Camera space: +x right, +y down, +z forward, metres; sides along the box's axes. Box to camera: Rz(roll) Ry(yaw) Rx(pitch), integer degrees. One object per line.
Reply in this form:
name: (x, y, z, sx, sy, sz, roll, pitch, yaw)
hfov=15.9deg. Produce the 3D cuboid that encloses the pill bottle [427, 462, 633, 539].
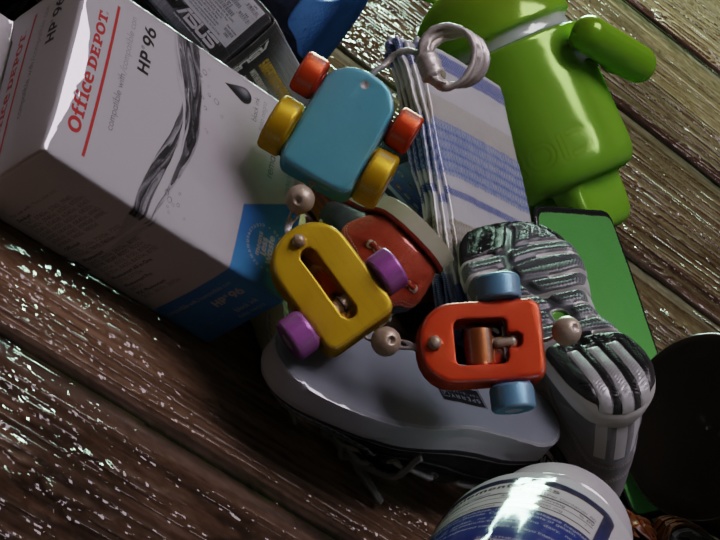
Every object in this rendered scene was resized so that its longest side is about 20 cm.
pill bottle: (0.077, 0.165, 1.250, 0.111, 0.111, 0.200, 46, 22, 0)

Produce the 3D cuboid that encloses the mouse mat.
mouse mat: (0.163, 0.056, 1.609, 0.161, 0.007, 0.201, 1, 71, -67)

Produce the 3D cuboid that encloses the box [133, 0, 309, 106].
box: (-0.110, -0.171, 1.491, 0.200, 0.048, 0.158, 49, -2, 18)

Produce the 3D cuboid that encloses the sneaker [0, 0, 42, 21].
sneaker: (-0.163, -0.135, 1.391, 0.200, 0.073, 0.082, 42, 23, -7)

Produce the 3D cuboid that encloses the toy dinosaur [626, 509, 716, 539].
toy dinosaur: (0.185, 0.188, 1.476, 0.199, 0.103, 0.136, 7, 25, -31)

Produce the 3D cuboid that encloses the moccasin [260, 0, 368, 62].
moccasin: (-0.038, -0.172, 1.621, 0.068, 0.081, 0.200, 36, -3, 3)

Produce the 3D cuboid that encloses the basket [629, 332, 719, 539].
basket: (0.260, 0.108, 1.588, 0.199, 0.180, 0.137, 17, 47, -52)

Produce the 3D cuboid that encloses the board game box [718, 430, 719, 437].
board game box: (0.284, 0.083, 1.499, 0.120, 0.032, 0.200, 57, 42, -15)

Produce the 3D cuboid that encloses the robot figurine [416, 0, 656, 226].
robot figurine: (0.108, -0.111, 1.730, 0.115, 0.175, 0.201, -22, 87, -53)

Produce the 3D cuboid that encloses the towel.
towel: (0.070, -0.039, 1.585, 0.147, 0.024, 0.201, 19, 56, -60)

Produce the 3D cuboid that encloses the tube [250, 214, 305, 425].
tube: (-0.050, -0.008, 1.400, 0.058, 0.052, 0.201, 37, 23, -30)

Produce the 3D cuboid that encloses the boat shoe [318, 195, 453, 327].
boat shoe: (0.000, 0.000, 1.419, 0.071, 0.063, 0.200, 43, -7, -7)

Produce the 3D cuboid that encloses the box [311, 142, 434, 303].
box: (0.036, -0.039, 1.632, 0.119, 0.041, 0.200, 51, 24, 14)

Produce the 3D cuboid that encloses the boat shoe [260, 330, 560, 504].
boat shoe: (0.016, 0.079, 1.348, 0.199, 0.068, 0.074, 12, 40, -46)

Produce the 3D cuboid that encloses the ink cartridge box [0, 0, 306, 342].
ink cartridge box: (-0.123, -0.066, 1.297, 0.199, 0.068, 0.117, 32, 50, -31)

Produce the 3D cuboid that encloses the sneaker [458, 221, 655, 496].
sneaker: (0.104, 0.062, 1.475, 0.074, 0.116, 0.200, -8, 33, -14)

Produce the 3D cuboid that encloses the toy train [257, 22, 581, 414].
toy train: (0.023, -0.018, 1.300, 0.056, 0.149, 0.201, 111, -30, -75)
